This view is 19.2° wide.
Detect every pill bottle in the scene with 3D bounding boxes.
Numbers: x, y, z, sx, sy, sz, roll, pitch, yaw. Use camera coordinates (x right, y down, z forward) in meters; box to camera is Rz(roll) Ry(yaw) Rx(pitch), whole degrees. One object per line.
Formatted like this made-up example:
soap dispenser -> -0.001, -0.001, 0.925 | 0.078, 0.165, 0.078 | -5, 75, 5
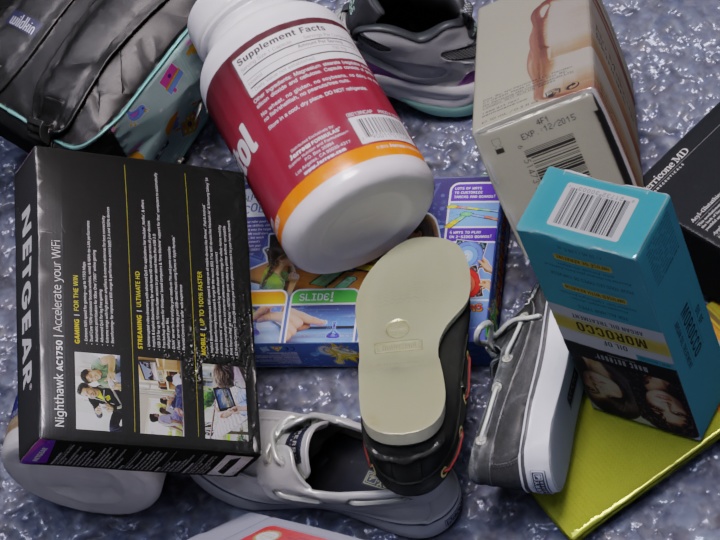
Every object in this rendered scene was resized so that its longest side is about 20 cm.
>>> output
pill bottle -> -0.167, 0.053, 1.439 | 0.110, 0.111, 0.201 | 1, 58, 18
pill bottle -> -0.040, -0.107, 1.443 | 0.112, 0.113, 0.201 | -28, 63, -2

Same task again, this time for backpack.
backpack -> -0.182, -0.165, 1.559 | 0.175, 0.153, 0.201 | 29, 80, 28

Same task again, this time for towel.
towel -> 0.193, 0.090, 1.366 | 0.199, 0.018, 0.086 | -35, 50, -6

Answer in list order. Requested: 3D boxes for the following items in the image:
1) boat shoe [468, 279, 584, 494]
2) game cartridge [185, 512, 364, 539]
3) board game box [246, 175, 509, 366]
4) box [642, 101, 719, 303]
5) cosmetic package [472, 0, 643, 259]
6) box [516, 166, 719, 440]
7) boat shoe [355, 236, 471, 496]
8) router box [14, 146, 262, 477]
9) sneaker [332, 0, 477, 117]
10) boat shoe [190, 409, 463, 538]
boat shoe -> 0.111, 0.056, 1.374 | 0.068, 0.074, 0.201 | 1, 56, 20
game cartridge -> -0.068, 0.197, 1.282 | 0.133, 0.041, 0.199 | -27, 18, -32
board game box -> 0.000, 0.000, 1.469 | 0.198, 0.035, 0.136 | -1, 58, 16
box -> 0.295, -0.064, 1.382 | 0.200, 0.079, 0.141 | -42, 50, -14
cosmetic package -> 0.131, -0.107, 1.404 | 0.087, 0.104, 0.200 | -20, 27, 14
box -> 0.162, 0.023, 1.286 | 0.082, 0.200, 0.049 | 16, 62, 31
boat shoe -> 0.034, 0.056, 1.357 | 0.073, 0.063, 0.202 | -2, 40, 9
router box -> -0.144, 0.026, 1.363 | 0.148, 0.051, 0.202 | 7, 64, -25
sneaker -> -0.004, -0.180, 1.521 | 0.198, 0.140, 0.078 | 2, 59, 18
boat shoe -> -0.030, 0.119, 1.383 | 0.198, 0.065, 0.074 | 6, 60, 20
